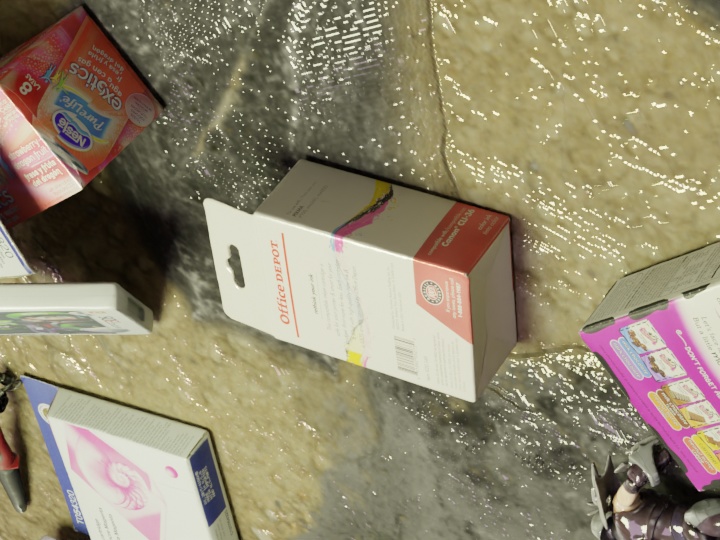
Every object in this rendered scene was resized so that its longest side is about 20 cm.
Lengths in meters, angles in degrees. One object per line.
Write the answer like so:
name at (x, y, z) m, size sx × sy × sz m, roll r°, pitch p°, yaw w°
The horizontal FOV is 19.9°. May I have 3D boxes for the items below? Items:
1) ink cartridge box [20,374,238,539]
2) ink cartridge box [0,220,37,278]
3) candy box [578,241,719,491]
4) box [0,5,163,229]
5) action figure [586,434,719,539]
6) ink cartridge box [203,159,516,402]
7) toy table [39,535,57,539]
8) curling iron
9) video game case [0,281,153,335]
ink cartridge box at (-0.197, 0.193, 1.739) m, size 0.199 × 0.043 × 0.197 m, roll 13°, pitch 135°, yaw 28°
ink cartridge box at (-0.325, -0.076, 1.420) m, size 0.200 × 0.041 × 0.200 m, roll -5°, pitch 122°, yaw 42°
candy box at (0.247, 0.046, 1.216) m, size 0.200 × 0.061 × 0.136 m, roll -22°, pitch 112°, yaw 49°
box at (-0.247, -0.093, 1.452) m, size 0.200 × 0.103 × 0.095 m, roll -21°, pitch 112°, yaw 49°
action figure at (0.230, 0.171, 1.351) m, size 0.200 × 0.069 × 0.130 m, roll 0°, pitch 134°, yaw 44°
ink cartridge box at (0.000, 0.000, 1.368) m, size 0.199 × 0.068 × 0.117 m, roll 17°, pitch 136°, yaw 24°
toy table at (-0.252, 0.348, 1.847) m, size 0.200 × 0.117 × 0.184 m, roll 45°, pitch 157°, yaw -9°
curling iron at (-0.306, 0.157, 1.795) m, size 0.026 × 0.050 × 0.200 m, roll 24°, pitch 144°, yaw 20°
video game case at (-0.262, 0.030, 1.498) m, size 0.199 × 0.023 × 0.182 m, roll 0°, pitch 173°, yaw 2°
